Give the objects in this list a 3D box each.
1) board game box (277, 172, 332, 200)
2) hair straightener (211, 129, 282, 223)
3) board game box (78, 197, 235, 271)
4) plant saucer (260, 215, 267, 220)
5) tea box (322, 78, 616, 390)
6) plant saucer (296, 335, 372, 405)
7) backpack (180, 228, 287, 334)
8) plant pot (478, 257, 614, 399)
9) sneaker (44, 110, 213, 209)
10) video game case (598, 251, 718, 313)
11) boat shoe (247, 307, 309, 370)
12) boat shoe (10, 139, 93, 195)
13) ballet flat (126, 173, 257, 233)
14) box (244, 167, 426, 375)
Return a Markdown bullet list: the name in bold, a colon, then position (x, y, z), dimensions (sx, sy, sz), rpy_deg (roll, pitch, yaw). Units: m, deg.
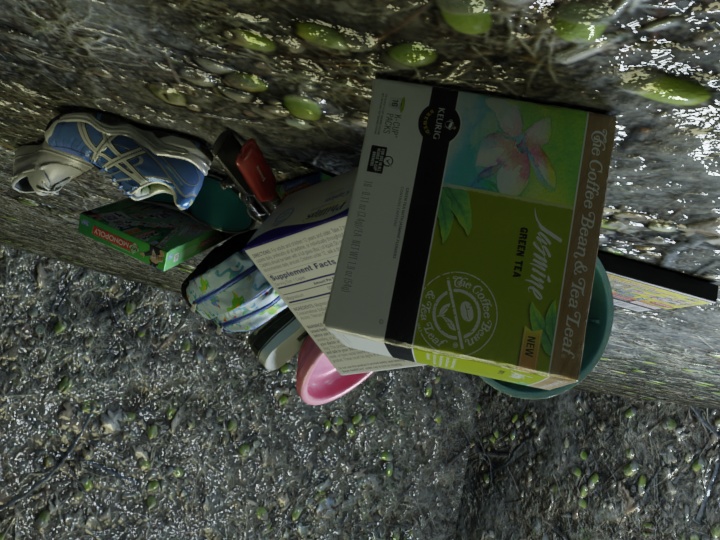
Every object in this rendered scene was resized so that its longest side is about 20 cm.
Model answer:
- **board game box**: position (-0.003, -0.070, 0.969), dimensions (0.197, 0.035, 0.134), rpy_deg (18, 169, -30)
- **hair straightener**: position (-0.123, -0.098, 0.875), dimensions (0.076, 0.042, 0.200), rpy_deg (24, 167, 24)
- **board game box**: position (-0.263, -0.063, 1.015), dimensions (0.132, 0.030, 0.200), rpy_deg (23, -157, 13)
- **plant saucer**: position (-0.064, -0.038, 1.117), dimensions (0.197, 0.040, 0.201), rpy_deg (20, 180, 0)
- **tea box**: position (0.088, -0.024, 0.614), dimensions (0.192, 0.205, 0.134), rpy_deg (10, 170, 7)
- **plant saucer**: position (-0.021, 0.112, 1.116), dimensions (0.051, 0.201, 0.200), rpy_deg (45, -174, 26)
- **backpack**: position (-0.162, 0.012, 1.047), dimensions (0.161, 0.156, 0.200), rpy_deg (-28, 170, -20)
- **plant pot**: position (0.189, 0.047, 0.967), dimensions (0.195, 0.205, 0.196), rpy_deg (14, 178, -8)
- **sneaker**: position (-0.274, -0.128, 0.867), dimensions (0.195, 0.079, 0.076), rpy_deg (14, 172, 3)
- **video game case**: position (0.352, 0.017, 1.036), dimensions (0.195, 0.026, 0.181), rpy_deg (15, 170, -8)
- **boat shoe**: position (-0.078, 0.054, 1.083), dimensions (0.064, 0.199, 0.071), rpy_deg (45, 169, 29)
- **boat shoe**: position (-0.436, -0.138, 1.047), dimensions (0.197, 0.070, 0.071), rpy_deg (5, 168, 39)
- **ballet flat**: position (-0.225, -0.104, 1.022), dimensions (0.195, 0.071, 0.069), rpy_deg (16, 171, 7)
- **box**: position (0.007, 0.002, 0.818), dimensions (0.181, 0.106, 0.201), rpy_deg (-13, 122, 43)
